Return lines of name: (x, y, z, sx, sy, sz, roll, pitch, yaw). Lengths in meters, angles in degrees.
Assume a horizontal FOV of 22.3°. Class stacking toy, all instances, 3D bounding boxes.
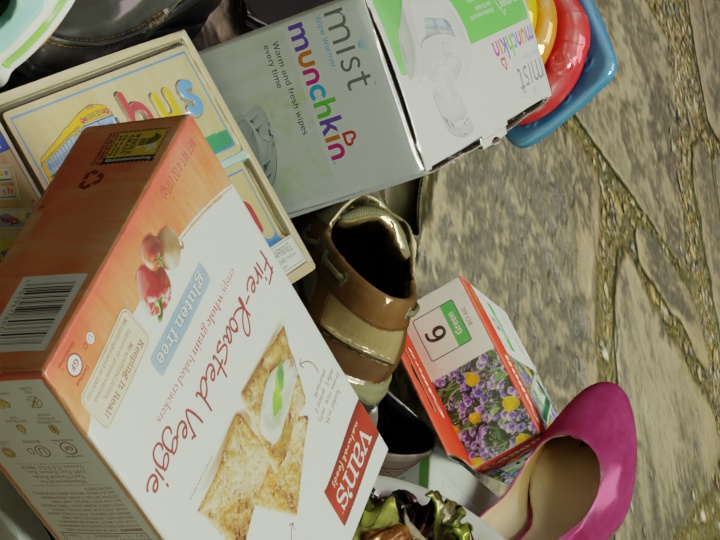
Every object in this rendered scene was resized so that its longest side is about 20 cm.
stacking toy: (0.078, -0.178, 1.290, 0.199, 0.110, 0.117, 23, 39, -43)

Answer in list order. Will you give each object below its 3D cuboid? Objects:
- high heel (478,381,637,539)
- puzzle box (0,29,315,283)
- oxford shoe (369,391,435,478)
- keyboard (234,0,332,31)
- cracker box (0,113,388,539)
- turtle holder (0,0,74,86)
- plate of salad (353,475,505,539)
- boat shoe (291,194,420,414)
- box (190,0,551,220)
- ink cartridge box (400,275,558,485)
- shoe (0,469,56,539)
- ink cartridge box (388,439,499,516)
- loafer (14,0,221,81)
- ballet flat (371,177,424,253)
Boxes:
high heel: (0.093, 0.126, 1.004, 0.201, 0.067, 0.096, -57, 138, -24)
puzzle box: (-0.105, -0.025, 0.792, 0.134, 0.025, 0.200, 60, 33, -3)
oxford shoe: (-0.031, 0.056, 0.966, 0.200, 0.072, 0.072, 39, 43, -48)
keyboard: (0.000, -0.166, 1.154, 0.199, 0.021, 0.128, 27, 57, -36)
cracker box: (-0.068, 0.058, 0.721, 0.201, 0.057, 0.134, 61, 38, -37)
turtle holder: (-0.184, -0.148, 0.727, 0.185, 0.140, 0.133, 22, 73, -67)
plate of salad: (0.008, 0.175, 0.879, 0.048, 0.199, 0.201, 107, -3, -47)
boat shoe: (0.000, 0.000, 0.954, 0.075, 0.074, 0.200, 26, 21, -16)
box: (-0.017, -0.088, 0.962, 0.200, 0.176, 0.097, -33, 104, -61)
ink cartridge box: (0.072, 0.065, 1.105, 0.109, 0.050, 0.200, 64, 9, 17)
shoe: (-0.139, 0.087, 0.748, 0.091, 0.071, 0.201, -38, 104, -56)
ink cartridge box: (0.038, 0.209, 1.025, 0.104, 0.059, 0.201, 44, 40, -44)
loafer: (-0.120, -0.142, 0.894, 0.073, 0.072, 0.200, 47, 27, -1)
ballet flat: (0.024, -0.069, 1.168, 0.067, 0.046, 0.201, 51, 34, -38)
